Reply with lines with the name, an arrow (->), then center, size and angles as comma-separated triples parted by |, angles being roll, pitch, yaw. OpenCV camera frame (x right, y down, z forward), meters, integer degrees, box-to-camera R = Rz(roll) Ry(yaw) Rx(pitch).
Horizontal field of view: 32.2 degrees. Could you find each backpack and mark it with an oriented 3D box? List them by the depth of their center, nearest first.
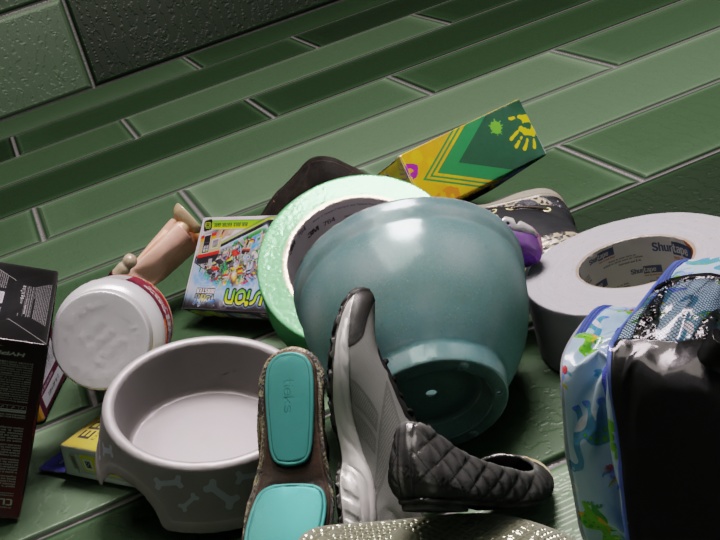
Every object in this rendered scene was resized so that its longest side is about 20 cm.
backpack -> 0.216, 0.086, 0.796 | 0.146, 0.185, 0.200 | 0, 22, 34

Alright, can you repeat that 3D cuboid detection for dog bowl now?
dog bowl -> -0.125, 0.128, 1.042 | 0.197, 0.059, 0.201 | -1, 33, 0

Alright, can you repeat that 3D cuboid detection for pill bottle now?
pill bottle -> -0.245, 0.061, 1.234 | 0.108, 0.111, 0.200 | -19, 3, -5

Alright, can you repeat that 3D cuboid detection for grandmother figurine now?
grandmother figurine -> -0.262, 0.018, 1.435 | 0.200, 0.122, 0.060 | -44, 56, -14

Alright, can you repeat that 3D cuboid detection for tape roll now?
tape roll -> 0.247, 0.020, 1.095 | 0.198, 0.067, 0.201 | -16, 21, 6
tape roll -> 0.000, 0.000, 1.213 | 0.198, 0.048, 0.202 | -4, 55, 5

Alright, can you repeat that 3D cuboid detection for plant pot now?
plant pot -> 0.050, 0.060, 1.013 | 0.198, 0.201, 0.135 | -15, 48, 5

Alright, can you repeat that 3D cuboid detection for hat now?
hat -> -0.030, -0.023, 1.372 | 0.199, 0.081, 0.203 | -20, 58, 37

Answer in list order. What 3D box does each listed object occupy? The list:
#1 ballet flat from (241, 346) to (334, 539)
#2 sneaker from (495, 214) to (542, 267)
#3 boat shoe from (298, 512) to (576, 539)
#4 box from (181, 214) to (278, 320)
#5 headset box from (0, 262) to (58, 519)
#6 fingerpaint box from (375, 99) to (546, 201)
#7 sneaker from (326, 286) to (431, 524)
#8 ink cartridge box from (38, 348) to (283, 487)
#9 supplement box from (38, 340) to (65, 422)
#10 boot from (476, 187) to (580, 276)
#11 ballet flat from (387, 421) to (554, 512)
ballet flat -> -0.049, 0.160, 0.935 | 0.067, 0.075, 0.202 | -2, 64, 8
sneaker -> 0.069, 0.009, 1.127 | 0.198, 0.081, 0.089 | -10, 63, 5
boat shoe -> 0.055, 0.200, 0.809 | 0.197, 0.063, 0.075 | -2, 16, -3
box -> -0.109, -0.003, 1.356 | 0.199, 0.111, 0.035 | 0, -17, 45
headset box -> -0.329, 0.115, 1.133 | 0.074, 0.202, 0.149 | 9, 22, -13
fingerpaint box -> 0.087, -0.100, 1.404 | 0.166, 0.074, 0.200 | -27, -2, -24
sneaker -> 0.015, 0.112, 0.908 | 0.078, 0.203, 0.074 | -7, -9, 0
ink cartridge box -> -0.181, 0.130, 1.180 | 0.198, 0.047, 0.197 | 4, 31, 38
supplement box -> -0.428, 0.121, 1.329 | 0.198, 0.087, 0.111 | -14, 22, 7
boot -> 0.134, -0.012, 1.251 | 0.201, 0.074, 0.154 | -20, 24, -4
ballet flat -> 0.083, 0.134, 0.849 | 0.066, 0.058, 0.199 | -7, -11, 29
